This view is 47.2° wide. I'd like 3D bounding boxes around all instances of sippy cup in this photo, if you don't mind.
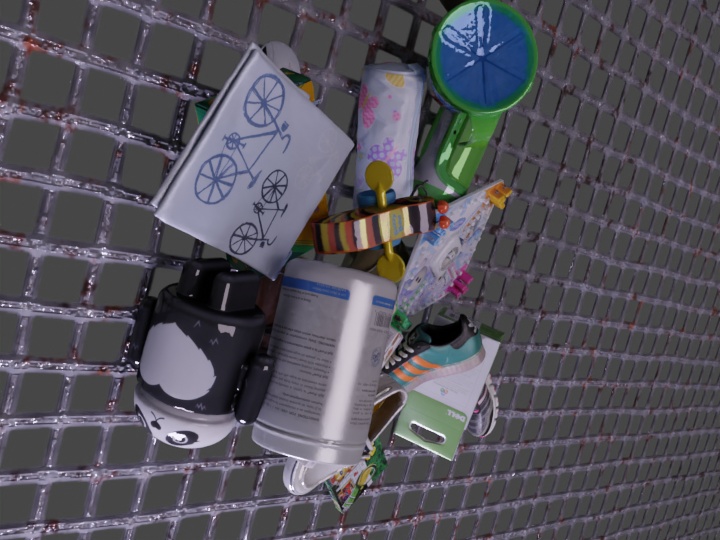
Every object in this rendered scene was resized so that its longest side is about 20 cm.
[{"bbox_3d":[0.139,-0.256,1.035,0.138,0.130,0.180,33,89,-8],"label":"sippy cup"}]

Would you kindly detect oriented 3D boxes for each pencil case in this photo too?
[{"bbox_3d":[0.037,-0.163,1.051,0.082,0.090,0.204,-10,112,-36],"label":"pencil case"}]

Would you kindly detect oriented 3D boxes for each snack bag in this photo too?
[{"bbox_3d":[-0.100,-0.103,0.853,0.199,0.021,0.191,32,89,-53],"label":"snack bag"}]

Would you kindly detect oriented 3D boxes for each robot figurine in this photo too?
[{"bbox_3d":[-0.174,0.090,0.888,0.123,0.150,0.204,12,102,-28],"label":"robot figurine"}]

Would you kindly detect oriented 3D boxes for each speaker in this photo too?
[{"bbox_3d":[0.139,-0.186,1.145,0.088,0.088,0.203,27,87,-45],"label":"speaker"}]

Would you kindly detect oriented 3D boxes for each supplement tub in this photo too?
[{"bbox_3d":[-0.039,0.098,0.906,0.131,0.131,0.204,16,86,-45],"label":"supplement tub"}]

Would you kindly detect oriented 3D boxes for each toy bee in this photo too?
[{"bbox_3d":[0.043,-0.067,0.943,0.200,0.108,0.132,-45,123,-31],"label":"toy bee"}]

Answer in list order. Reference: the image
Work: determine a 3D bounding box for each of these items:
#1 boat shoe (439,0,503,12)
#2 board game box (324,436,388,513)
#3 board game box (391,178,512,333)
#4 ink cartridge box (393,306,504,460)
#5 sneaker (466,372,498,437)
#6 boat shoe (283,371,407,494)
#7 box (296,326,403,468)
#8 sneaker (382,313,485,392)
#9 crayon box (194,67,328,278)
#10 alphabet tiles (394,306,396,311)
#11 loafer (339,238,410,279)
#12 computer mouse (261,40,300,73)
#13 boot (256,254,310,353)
[{"bbox_3d":[0.167,-0.348,1.119,0.066,0.071,0.201,-51,129,-9],"label":"boat shoe"},{"bbox_3d":[-0.015,0.265,1.181,0.105,0.023,0.202,-45,145,-22],"label":"board game box"},{"bbox_3d":[0.126,-0.017,1.164,0.199,0.026,0.202,-28,145,-47],"label":"board game box"},{"bbox_3d":[0.133,0.170,1.244,0.059,0.102,0.203,-30,141,-71],"label":"ink cartridge box"},{"bbox_3d":[0.166,0.186,1.324,0.087,0.073,0.204,-25,117,-35],"label":"sneaker"},{"bbox_3d":[-0.015,0.217,1.066,0.200,0.069,0.072,-43,130,-21],"label":"boat shoe"},{"bbox_3d":[-0.020,0.150,1.022,0.202,0.041,0.039,-56,161,-4],"label":"box"},{"bbox_3d":[0.075,0.117,1.166,0.197,0.072,0.081,-21,120,6],"label":"sneaker"},{"bbox_3d":[-0.103,-0.105,0.910,0.118,0.058,0.203,-30,131,-30],"label":"crayon box"},{"bbox_3d":[-0.016,0.120,1.065,0.198,0.014,0.200,-58,160,-3],"label":"alphabet tiles"},{"bbox_3d":[0.000,0.000,1.088,0.199,0.075,0.069,-29,100,-55],"label":"loafer"},{"bbox_3d":[-0.117,-0.164,0.937,0.109,0.044,0.203,22,90,-45],"label":"computer mouse"},{"bbox_3d":[-0.085,0.070,1.051,0.185,0.063,0.204,20,84,-56],"label":"boot"}]
